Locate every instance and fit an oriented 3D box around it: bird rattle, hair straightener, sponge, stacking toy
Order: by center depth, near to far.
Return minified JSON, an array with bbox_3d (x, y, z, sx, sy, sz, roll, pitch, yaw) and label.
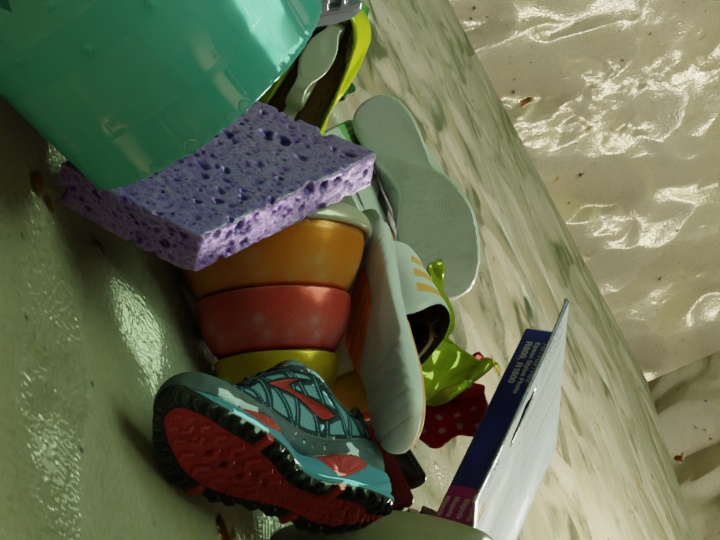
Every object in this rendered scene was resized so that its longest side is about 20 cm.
[{"bbox_3d":[-0.088,-0.060,1.005,0.199,0.111,0.030,-29,139,-53],"label":"sponge"},{"bbox_3d":[-0.062,0.055,1.082,0.146,0.144,0.203,27,59,-69],"label":"stacking toy"},{"bbox_3d":[0.026,0.076,1.226,0.200,0.161,0.114,90,-8,-70],"label":"bird rattle"},{"bbox_3d":[-0.003,0.104,1.325,0.201,0.041,0.077,58,31,-9],"label":"hair straightener"}]

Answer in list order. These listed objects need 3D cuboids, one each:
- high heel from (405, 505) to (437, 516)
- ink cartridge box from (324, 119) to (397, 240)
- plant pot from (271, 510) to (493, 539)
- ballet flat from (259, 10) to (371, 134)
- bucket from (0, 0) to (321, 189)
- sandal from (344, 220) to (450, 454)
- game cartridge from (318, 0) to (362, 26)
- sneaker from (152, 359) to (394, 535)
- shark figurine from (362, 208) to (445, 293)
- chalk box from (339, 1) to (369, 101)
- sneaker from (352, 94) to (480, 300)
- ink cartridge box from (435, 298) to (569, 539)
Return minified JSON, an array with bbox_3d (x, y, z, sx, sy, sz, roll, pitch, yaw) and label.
[{"bbox_3d":[0.049,0.253,1.292,0.067,0.097,0.200,26,-10,5],"label":"high heel"},{"bbox_3d":[-0.012,-0.023,1.410,0.202,0.083,0.146,65,13,-6],"label":"ink cartridge box"},{"bbox_3d":[0.041,0.246,1.054,0.201,0.133,0.201,60,15,-27],"label":"plant pot"},{"bbox_3d":[-0.054,-0.127,1.244,0.066,0.202,0.067,28,3,1],"label":"ballet flat"},{"bbox_3d":[-0.129,-0.156,0.896,0.135,0.206,0.208,51,18,-25],"label":"bucket"},{"bbox_3d":[0.032,0.052,1.083,0.059,0.080,0.208,13,37,-20],"label":"sandal"},{"bbox_3d":[-0.110,-0.237,1.194,0.042,0.198,0.134,100,-25,-58],"label":"game cartridge"},{"bbox_3d":[-0.061,0.099,0.981,0.199,0.079,0.096,34,36,-45],"label":"sneaker"},{"bbox_3d":[0.022,-0.001,1.251,0.213,0.128,0.090,20,49,-39],"label":"shark figurine"},{"bbox_3d":[-0.077,-0.211,1.344,0.201,0.123,0.125,54,35,-36],"label":"chalk box"},{"bbox_3d":[0.057,-0.063,1.433,0.089,0.075,0.202,64,4,-75],"label":"sneaker"},{"bbox_3d":[0.106,0.148,1.196,0.201,0.043,0.197,84,29,-48],"label":"ink cartridge box"}]
